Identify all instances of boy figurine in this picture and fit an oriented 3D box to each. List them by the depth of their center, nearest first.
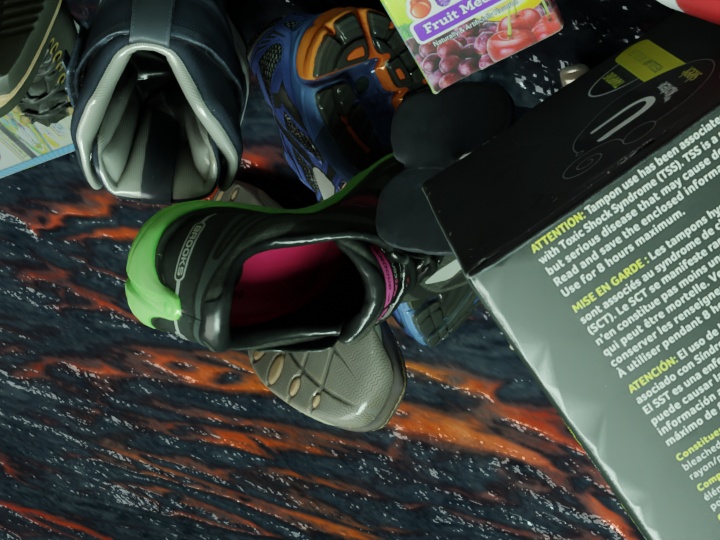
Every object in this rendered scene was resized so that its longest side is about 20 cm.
[{"bbox_3d":[0.090,-0.023,0.914,0.064,0.125,0.200,1,168,36],"label":"boy figurine"}]

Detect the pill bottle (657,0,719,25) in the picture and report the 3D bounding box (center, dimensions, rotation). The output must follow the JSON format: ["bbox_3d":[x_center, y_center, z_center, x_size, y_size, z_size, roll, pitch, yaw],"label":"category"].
[{"bbox_3d":[0.155,-0.123,0.683,0.199,0.112,0.112,22,149,23],"label":"pill bottle"}]

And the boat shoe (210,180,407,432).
[{"bbox_3d":[-0.019,0.018,1.089,0.073,0.075,0.200,25,-164,-36],"label":"boat shoe"}]

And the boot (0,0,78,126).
[{"bbox_3d":[-0.153,-0.098,0.982,0.077,0.200,0.139,-9,132,5],"label":"boot"}]

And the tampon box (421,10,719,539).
[{"bbox_3d":[0.132,0.028,0.759,0.200,0.126,0.150,55,-176,-14],"label":"tampon box"}]

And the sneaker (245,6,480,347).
[{"bbox_3d":[0.009,-0.047,1.015,0.078,0.075,0.200,24,147,46],"label":"sneaker"}]

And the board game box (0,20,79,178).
[{"bbox_3d":[-0.222,-0.139,1.143,0.200,0.034,0.134,47,149,-21],"label":"board game box"}]

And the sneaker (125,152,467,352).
[{"bbox_3d":[0.000,0.000,0.921,0.084,0.199,0.077,38,136,48],"label":"sneaker"}]

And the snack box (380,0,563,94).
[{"bbox_3d":[-0.001,-0.170,0.709,0.053,0.200,0.142,-28,125,11],"label":"snack box"}]

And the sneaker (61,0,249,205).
[{"bbox_3d":[-0.088,-0.071,0.980,0.077,0.147,0.203,-3,147,0],"label":"sneaker"}]
